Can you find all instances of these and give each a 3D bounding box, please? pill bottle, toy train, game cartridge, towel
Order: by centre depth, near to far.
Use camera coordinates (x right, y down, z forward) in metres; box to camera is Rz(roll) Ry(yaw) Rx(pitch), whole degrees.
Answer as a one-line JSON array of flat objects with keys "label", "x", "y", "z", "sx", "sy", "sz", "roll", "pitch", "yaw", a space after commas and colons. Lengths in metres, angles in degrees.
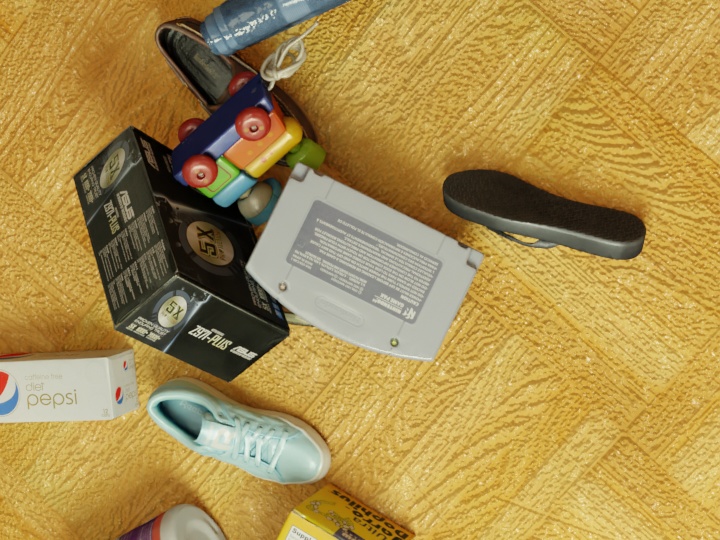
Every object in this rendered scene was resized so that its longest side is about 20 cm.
[{"label": "game cartridge", "x": 0.000, "y": 0.000, "z": 1.462, "sx": 0.200, "sy": 0.041, "sz": 0.133, "roll": 27, "pitch": 83, "yaw": 0}, {"label": "towel", "x": -0.056, "y": -0.263, "z": 1.465, "sx": 0.199, "sy": 0.112, "sz": 0.049, "roll": -24, "pitch": 96, "yaw": 4}, {"label": "toy train", "x": -0.075, "y": -0.135, "z": 1.477, "sx": 0.200, "sy": 0.085, "sz": 0.116, "roll": -39, "pitch": 124, "yaw": 18}, {"label": "pill bottle", "x": -0.238, "y": 0.334, "z": 1.614, "sx": 0.200, "sy": 0.111, "sz": 0.112, "roll": -31, "pitch": 86, "yaw": 20}]

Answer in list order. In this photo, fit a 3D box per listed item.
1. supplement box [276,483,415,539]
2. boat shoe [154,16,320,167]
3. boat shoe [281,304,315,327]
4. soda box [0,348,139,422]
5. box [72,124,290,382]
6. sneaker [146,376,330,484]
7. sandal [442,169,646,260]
[{"label": "supplement box", "x": -0.046, "y": 0.334, "z": 1.550, "sx": 0.109, "sy": 0.109, "sz": 0.200, "roll": 30, "pitch": 105, "yaw": 13}, {"label": "boat shoe", "x": -0.127, "y": -0.174, "z": 1.541, "sx": 0.200, "sy": 0.070, "sz": 0.070, "roll": 41, "pitch": 104, "yaw": 9}, {"label": "boat shoe", "x": -0.010, "y": 0.020, "z": 1.527, "sx": 0.199, "sy": 0.076, "sz": 0.074, "roll": 3, "pitch": 92, "yaw": 10}, {"label": "soda box", "x": -0.340, "y": 0.123, "z": 1.650, "sx": 0.199, "sy": 0.064, "sz": 0.068, "roll": -3, "pitch": 95, "yaw": 18}, {"label": "box", "x": -0.172, "y": -0.015, "z": 1.483, "sx": 0.086, "sy": 0.164, "sz": 0.200, "roll": -38, "pitch": 49, "yaw": 19}, {"label": "sneaker", "x": -0.131, "y": 0.172, "z": 1.574, "sx": 0.199, "sy": 0.082, "sz": 0.074, "roll": 19, "pitch": 103, "yaw": 16}, {"label": "sandal", "x": 0.167, "y": -0.043, "z": 1.458, "sx": 0.200, "sy": 0.076, "sz": 0.043, "roll": 19, "pitch": 129, "yaw": 16}]
